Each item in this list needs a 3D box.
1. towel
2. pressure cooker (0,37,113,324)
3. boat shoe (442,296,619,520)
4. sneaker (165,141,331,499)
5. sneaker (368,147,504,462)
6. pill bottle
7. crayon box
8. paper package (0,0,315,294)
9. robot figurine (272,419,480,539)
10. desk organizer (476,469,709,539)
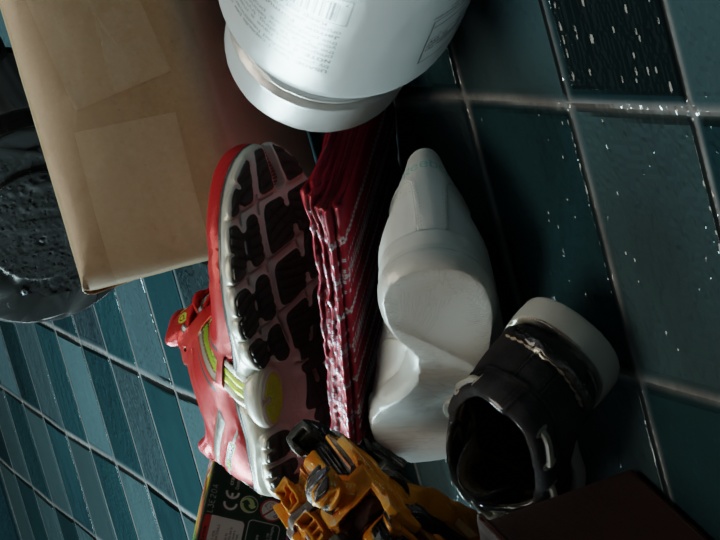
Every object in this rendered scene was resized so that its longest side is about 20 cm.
[{"bbox_3d":[0.000,0.000,1.301,0.145,0.022,0.200,-73,-17,-50],"label":"towel"},{"bbox_3d":[-0.261,-0.075,1.929,0.176,0.179,0.200,-59,29,11],"label":"pressure cooker"},{"bbox_3d":[0.069,0.081,1.184,0.074,0.060,0.200,40,157,9],"label":"boat shoe"},{"bbox_3d":[-0.065,0.026,1.308,0.085,0.077,0.200,19,124,35],"label":"sneaker"},{"bbox_3d":[0.040,0.019,1.262,0.200,0.075,0.089,90,177,-56],"label":"sneaker"},{"bbox_3d":[-0.004,-0.140,1.121,0.200,0.114,0.114,115,135,-67],"label":"pill bottle"},{"bbox_3d":[-0.067,0.139,1.569,0.173,0.058,0.200,106,176,-62],"label":"crayon box"},{"bbox_3d":[-0.106,-0.106,1.404,0.191,0.103,0.200,-43,-62,-74],"label":"paper package"},{"bbox_3d":[0.037,0.147,1.231,0.200,0.058,0.145,35,-170,-38],"label":"robot figurine"},{"bbox_3d":[0.128,0.163,1.075,0.200,0.077,0.072,-136,32,-59],"label":"desk organizer"}]
